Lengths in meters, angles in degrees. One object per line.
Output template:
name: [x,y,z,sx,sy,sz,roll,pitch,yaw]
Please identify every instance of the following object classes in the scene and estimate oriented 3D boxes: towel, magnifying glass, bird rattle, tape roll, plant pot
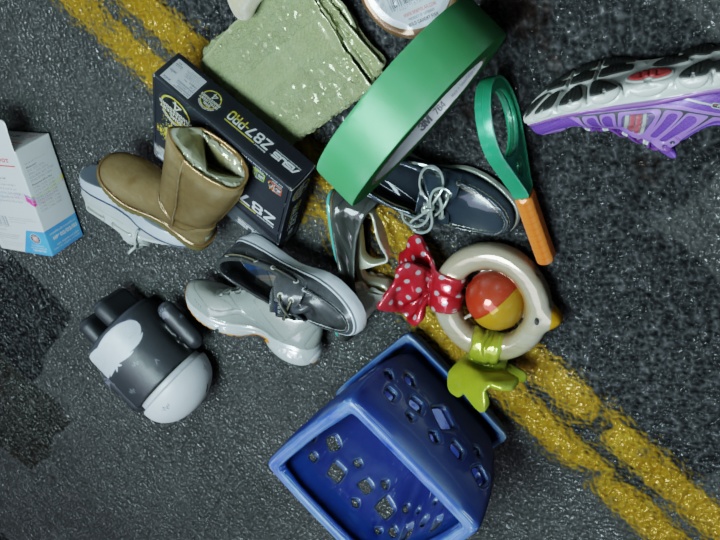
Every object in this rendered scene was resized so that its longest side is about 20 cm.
towel: [-0.075,-0.216,0.897,0.199,0.037,0.149,-29,102,41]
magnifying glass: [0.151,-0.092,0.812,0.022,0.080,0.202,-4,126,30]
bird rattle: [0.125,0.036,0.914,0.162,0.112,0.202,-36,83,31]
tape roll: [0.044,-0.147,0.751,0.048,0.200,0.201,43,133,1]
plant pot: [0.044,0.205,0.994,0.200,0.180,0.200,45,132,-1]

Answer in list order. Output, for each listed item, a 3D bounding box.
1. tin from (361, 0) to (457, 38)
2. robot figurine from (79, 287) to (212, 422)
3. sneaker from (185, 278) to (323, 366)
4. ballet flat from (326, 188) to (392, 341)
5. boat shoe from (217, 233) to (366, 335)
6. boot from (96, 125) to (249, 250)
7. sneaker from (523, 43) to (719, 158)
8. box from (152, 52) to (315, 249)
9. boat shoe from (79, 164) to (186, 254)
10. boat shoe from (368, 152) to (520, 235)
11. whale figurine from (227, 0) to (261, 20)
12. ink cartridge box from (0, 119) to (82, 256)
tin: [0.031,-0.310,0.767,0.111,0.042,0.202,-13,111,34]
robot figurine: [-0.300,0.121,1.206,0.200,0.125,0.150,45,156,0]
sneaker: [-0.130,0.039,1.083,0.197,0.076,0.093,21,121,11]
ballet flat: [0.000,0.000,0.969,0.067,0.068,0.203,8,124,18]
boat shoe: [-0.084,0.024,0.960,0.199,0.066,0.071,33,140,25]
boot: [-0.215,-0.112,0.957,0.174,0.067,0.200,31,156,-6]
sneaker: [0.235,-0.132,0.722,0.197,0.081,0.084,0,125,32]
box: [-0.149,-0.127,0.963,0.199,0.049,0.162,40,155,5]
boat shoe: [-0.290,-0.061,1.112,0.200,0.075,0.087,25,129,20]
boat shoe: [0.066,-0.082,0.873,0.198,0.062,0.076,29,129,14]
whale figurine: [-0.146,-0.348,0.821,0.158,0.104,0.200,-28,111,42]
ink cartridge box: [-0.481,-0.129,1.197,0.113,0.068,0.203,8,123,29]
